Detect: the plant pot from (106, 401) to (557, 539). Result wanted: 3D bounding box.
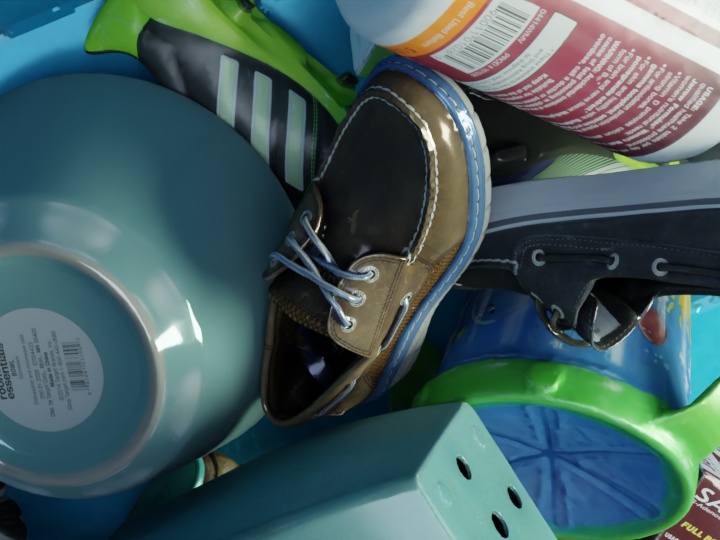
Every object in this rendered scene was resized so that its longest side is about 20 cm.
[{"bbox_3d":[-0.018,0.153,0.763,0.199,0.141,0.142,-31,95,24],"label":"plant pot"}]

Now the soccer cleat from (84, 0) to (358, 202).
[{"bbox_3d":[-0.041,-0.067,0.836,0.200,0.068,0.081,44,109,-11],"label":"soccer cleat"}]

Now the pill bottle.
[{"bbox_3d":[0.097,-0.107,0.687,0.198,0.110,0.110,21,105,-28],"label":"pill bottle"}]

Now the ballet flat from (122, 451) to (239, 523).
[{"bbox_3d":[-0.122,0.177,0.906,0.200,0.068,0.072,-48,123,5],"label":"ballet flat"}]

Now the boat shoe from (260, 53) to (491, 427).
[{"bbox_3d":[0.000,0.000,0.744,0.072,0.072,0.201,36,140,22],"label":"boat shoe"}]

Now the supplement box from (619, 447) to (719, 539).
[{"bbox_3d":[0.117,0.169,0.898,0.061,0.109,0.201,30,103,-20],"label":"supplement box"}]

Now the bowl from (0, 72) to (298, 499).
[{"bbox_3d":[-0.128,0.021,0.800,0.198,0.105,0.203,4,112,10],"label":"bowl"}]

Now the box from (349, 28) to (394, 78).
[{"bbox_3d":[0.112,-0.123,0.784,0.198,0.037,0.145,12,136,-24],"label":"box"}]

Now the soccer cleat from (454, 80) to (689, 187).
[{"bbox_3d":[0.099,-0.057,0.800,0.198,0.084,0.066,2,80,-16],"label":"soccer cleat"}]

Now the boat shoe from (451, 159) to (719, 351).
[{"bbox_3d":[0.104,0.000,0.734,0.070,0.198,0.067,17,72,-50],"label":"boat shoe"}]

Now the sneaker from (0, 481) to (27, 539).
[{"bbox_3d":[-0.224,0.103,0.834,0.083,0.080,0.201,-41,68,20],"label":"sneaker"}]

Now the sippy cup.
[{"bbox_3d":[0.100,0.039,0.834,0.176,0.131,0.140,10,148,10],"label":"sippy cup"}]
